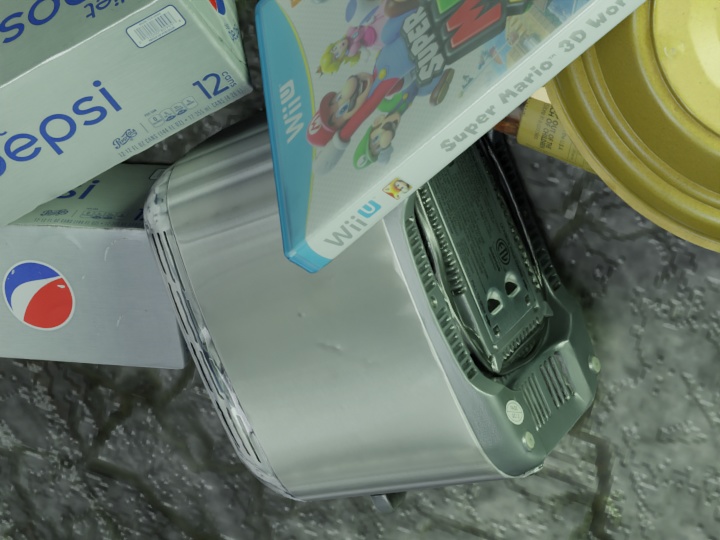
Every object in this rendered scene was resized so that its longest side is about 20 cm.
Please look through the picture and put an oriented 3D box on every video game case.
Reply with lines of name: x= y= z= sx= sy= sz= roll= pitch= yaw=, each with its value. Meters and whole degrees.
video game case: x=0.038 y=-0.107 z=1.031 sx=0.018 sy=0.144 sz=0.200 roll=30 pitch=124 yaw=-33

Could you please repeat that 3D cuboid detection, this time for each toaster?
toaster: x=0.000 y=0.000 z=1.141 sx=0.128 sy=0.114 sz=0.201 roll=-17 pitch=104 yaw=29

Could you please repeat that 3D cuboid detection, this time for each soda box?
soda box: x=-0.146 y=-0.067 z=1.134 sx=0.199 sy=0.069 sz=0.063 roll=-27 pitch=134 yaw=14
soda box: x=-0.159 y=-0.006 z=1.227 sx=0.199 sy=0.064 sz=0.069 roll=2 pitch=118 yaw=19

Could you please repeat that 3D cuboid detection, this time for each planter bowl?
planter bowl: x=0.151 y=-0.093 z=1.004 sx=0.199 sy=0.083 sz=0.202 roll=3 pitch=102 yaw=12

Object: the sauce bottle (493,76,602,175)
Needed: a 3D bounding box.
sauce bottle: x=0.148 y=-0.048 z=1.092 sx=0.199 sy=0.066 sz=0.066 roll=21 pitch=122 yaw=6
